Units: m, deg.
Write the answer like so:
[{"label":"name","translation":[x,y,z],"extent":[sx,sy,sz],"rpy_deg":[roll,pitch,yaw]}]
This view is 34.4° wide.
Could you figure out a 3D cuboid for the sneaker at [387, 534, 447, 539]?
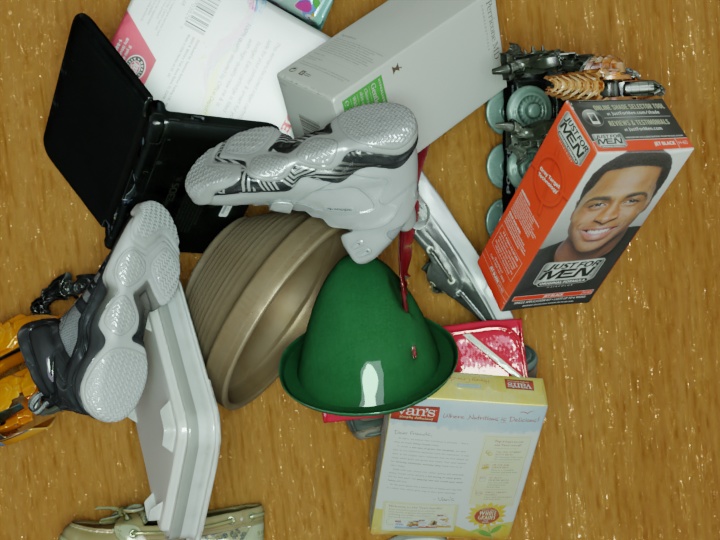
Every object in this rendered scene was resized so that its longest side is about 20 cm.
[{"label":"sneaker","translation":[0.006,0.326,1.136],"extent":[0.198,0.082,0.075],"rpy_deg":[-29,97,-1]}]

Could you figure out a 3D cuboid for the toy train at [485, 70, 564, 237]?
[{"label":"toy train","translation":[0.182,-0.100,1.114],"extent":[0.112,0.085,0.204],"rpy_deg":[-2,95,-14]}]

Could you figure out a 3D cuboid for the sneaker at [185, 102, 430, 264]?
[{"label":"sneaker","translation":[-0.039,-0.060,0.955],"extent":[0.197,0.076,0.116],"rpy_deg":[-13,126,9]}]

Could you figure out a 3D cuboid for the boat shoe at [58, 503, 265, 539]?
[{"label":"boat shoe","translation":[-0.191,0.252,1.126],"extent":[0.197,0.073,0.064],"rpy_deg":[6,89,-16]}]

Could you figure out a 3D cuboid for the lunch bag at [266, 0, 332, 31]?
[{"label":"lunch bag","translation":[-0.061,-0.346,1.052],"extent":[0.169,0.122,0.202],"rpy_deg":[27,95,-5]}]

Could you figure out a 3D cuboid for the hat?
[{"label":"hat","translation":[0.000,0.000,1.016],"extent":[0.163,0.201,0.179],"rpy_deg":[-5,116,2]}]

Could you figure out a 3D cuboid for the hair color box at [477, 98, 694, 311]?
[{"label":"hair color box","translation":[0.185,-0.052,0.989],"extent":[0.100,0.201,0.062],"rpy_deg":[-5,52,-25]}]

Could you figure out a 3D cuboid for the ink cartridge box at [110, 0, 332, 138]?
[{"label":"ink cartridge box","translation":[-0.128,-0.185,1.079],"extent":[0.198,0.086,0.149],"rpy_deg":[29,92,-8]}]

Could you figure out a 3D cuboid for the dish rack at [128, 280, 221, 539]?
[{"label":"dish rack","translation":[-0.173,0.125,1.028],"extent":[0.043,0.201,0.173],"rpy_deg":[-2,132,-21]}]

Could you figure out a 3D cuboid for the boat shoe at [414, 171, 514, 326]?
[{"label":"boat shoe","translation":[0.083,-0.011,1.123],"extent":[0.056,0.069,0.201],"rpy_deg":[-33,91,5]}]

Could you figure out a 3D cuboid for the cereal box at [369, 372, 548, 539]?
[{"label":"cereal box","translation":[0.087,0.177,1.097],"extent":[0.141,0.040,0.202],"rpy_deg":[4,130,-4]}]

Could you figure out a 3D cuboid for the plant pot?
[{"label":"plant pot","translation":[-0.095,0.018,1.054],"extent":[0.092,0.201,0.202],"rpy_deg":[34,92,12]}]

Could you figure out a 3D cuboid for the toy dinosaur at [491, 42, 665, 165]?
[{"label":"toy dinosaur","translation":[0.188,-0.157,0.996],"extent":[0.134,0.200,0.104],"rpy_deg":[-2,72,25]}]

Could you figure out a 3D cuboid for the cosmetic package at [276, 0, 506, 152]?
[{"label":"cosmetic package","translation":[0.032,-0.170,1.038],"extent":[0.199,0.084,0.109],"rpy_deg":[-38,134,-23]}]

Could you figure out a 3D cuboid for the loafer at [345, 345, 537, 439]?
[{"label":"loafer","translation":[0.078,0.118,1.138],"extent":[0.197,0.072,0.064],"rpy_deg":[-10,114,4]}]

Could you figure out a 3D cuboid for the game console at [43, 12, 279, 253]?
[{"label":"game console","translation":[-0.184,-0.116,1.047],"extent":[0.173,0.200,0.118],"rpy_deg":[3,60,-23]}]

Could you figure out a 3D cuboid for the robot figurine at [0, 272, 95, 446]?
[{"label":"robot figurine","translation":[-0.298,0.087,1.076],"extent":[0.198,0.058,0.146],"rpy_deg":[-24,56,6]}]

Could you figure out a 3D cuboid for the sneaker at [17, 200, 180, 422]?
[{"label":"sneaker","translation":[-0.228,0.032,0.995],"extent":[0.112,0.076,0.203],"rpy_deg":[-5,59,28]}]

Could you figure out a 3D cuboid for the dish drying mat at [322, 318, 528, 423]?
[{"label":"dish drying mat","translation":[0.058,0.093,1.090],"extent":[0.196,0.018,0.078],"rpy_deg":[-7,83,6]}]
